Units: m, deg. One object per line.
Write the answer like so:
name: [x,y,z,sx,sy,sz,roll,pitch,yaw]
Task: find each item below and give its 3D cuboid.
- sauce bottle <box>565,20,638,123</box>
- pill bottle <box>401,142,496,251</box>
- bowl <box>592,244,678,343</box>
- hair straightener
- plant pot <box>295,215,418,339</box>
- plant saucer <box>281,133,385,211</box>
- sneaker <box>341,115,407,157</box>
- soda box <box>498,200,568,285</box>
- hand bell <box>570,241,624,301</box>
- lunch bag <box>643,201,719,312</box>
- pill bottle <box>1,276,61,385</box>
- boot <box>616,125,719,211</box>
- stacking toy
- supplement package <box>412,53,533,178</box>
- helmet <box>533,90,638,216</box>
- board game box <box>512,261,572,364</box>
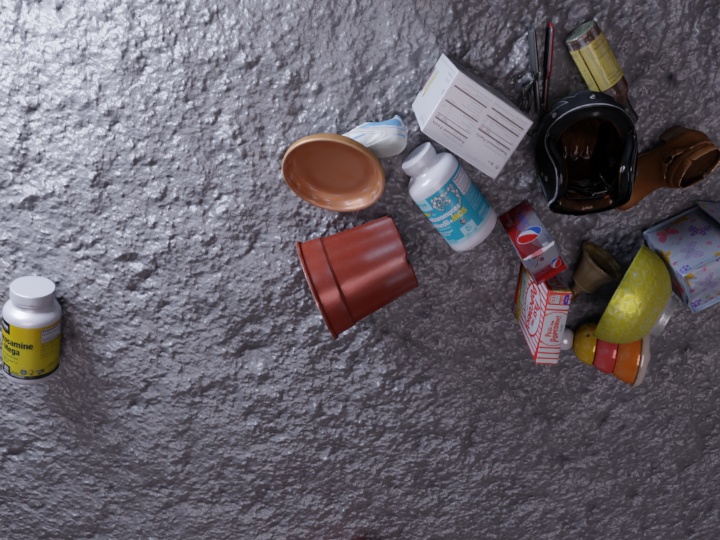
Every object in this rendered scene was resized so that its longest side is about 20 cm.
sauce bottle: [0.439,-0.346,1.170,0.064,0.065,0.202,-32,113,13]
pill bottle: [0.164,-0.143,1.232,0.110,0.112,0.201,-37,110,15]
bowl: [0.546,0.066,1.256,0.106,0.199,0.205,30,115,21]
hair straightener: [0.310,-0.343,1.188,0.074,0.041,0.205,-4,119,1]
plant pot: [0.000,0.000,1.262,0.191,0.202,0.205,-23,114,1]
plant saucer: [-0.048,-0.185,1.206,0.193,0.038,0.202,7,148,4]
sneaker: [-0.005,-0.238,1.220,0.194,0.074,0.072,-10,145,17]
soda box: [0.322,-0.056,1.224,0.069,0.201,0.064,-31,113,14]
hand bell: [0.440,0.049,1.351,0.102,0.105,0.202,27,124,-13]
lunch bag: [0.680,-0.045,1.252,0.195,0.171,0.129,-24,121,10]
pill bottle: [-0.678,0.122,1.340,0.109,0.113,0.205,11,114,-6]
boot: [0.558,-0.174,1.199,0.073,0.156,0.202,30,111,-15]
stacking toy: [0.504,0.160,1.382,0.193,0.147,0.150,7,116,13]
supplement package: [0.185,-0.272,1.123,0.153,0.201,0.112,29,111,-13]
helmet: [0.399,-0.212,1.158,0.193,0.200,0.197,-1,79,0]
board game box: [0.354,0.063,1.280,0.045,0.201,0.156,2,115,-2]
